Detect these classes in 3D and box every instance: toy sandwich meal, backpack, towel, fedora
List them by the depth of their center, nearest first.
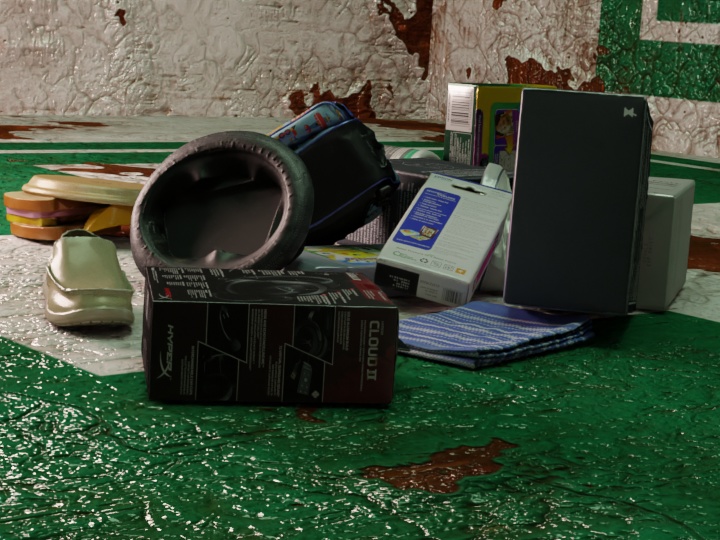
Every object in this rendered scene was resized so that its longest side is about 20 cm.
[{"bbox_3d":[0.100,0.052,1.404,0.144,0.024,0.199,10,11,38],"label":"towel"},{"bbox_3d":[-0.127,-0.042,1.579,0.199,0.202,0.092,8,-20,25],"label":"fedora"},{"bbox_3d":[-0.047,-0.094,1.780,0.182,0.135,0.200,-31,-4,8],"label":"backpack"},{"bbox_3d":[-0.314,-0.069,1.869,0.203,0.071,0.205,7,5,-1],"label":"toy sandwich meal"}]

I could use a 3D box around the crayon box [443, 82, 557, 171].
[{"bbox_3d":[0.185,-0.148,2.114,0.058,0.202,0.172,11,12,42],"label":"crayon box"}]

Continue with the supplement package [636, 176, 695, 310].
[{"bbox_3d":[0.288,-0.036,1.710,0.119,0.122,0.200,6,9,17],"label":"supplement package"}]

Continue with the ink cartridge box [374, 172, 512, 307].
[{"bbox_3d":[0.088,-0.034,1.607,0.094,0.037,0.200,15,34,12],"label":"ink cartridge box"}]

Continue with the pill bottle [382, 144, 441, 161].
[{"bbox_3d":[0.004,-0.114,2.109,0.199,0.114,0.113,10,11,31],"label":"pill bottle"}]

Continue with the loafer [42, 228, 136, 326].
[{"bbox_3d":[-0.246,0.005,1.404,0.075,0.069,0.200,0,10,-22],"label":"loafer"}]

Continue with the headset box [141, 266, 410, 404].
[{"bbox_3d":[-0.063,0.047,1.197,0.198,0.078,0.149,3,10,-11],"label":"headset box"}]

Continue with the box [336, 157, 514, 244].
[{"bbox_3d":[0.089,-0.072,1.906,0.148,0.108,0.199,-5,13,-42],"label":"box"}]

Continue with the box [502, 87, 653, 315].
[{"bbox_3d":[0.210,-0.063,1.514,0.122,0.202,0.198,5,0,11],"label":"box"}]

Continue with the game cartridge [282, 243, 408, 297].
[{"bbox_3d":[0.000,0.000,1.651,0.199,0.041,0.133,-3,15,-36],"label":"game cartridge"}]

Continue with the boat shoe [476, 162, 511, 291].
[{"bbox_3d":[0.153,-0.046,1.727,0.065,0.072,0.201,13,33,0],"label":"boat shoe"}]
